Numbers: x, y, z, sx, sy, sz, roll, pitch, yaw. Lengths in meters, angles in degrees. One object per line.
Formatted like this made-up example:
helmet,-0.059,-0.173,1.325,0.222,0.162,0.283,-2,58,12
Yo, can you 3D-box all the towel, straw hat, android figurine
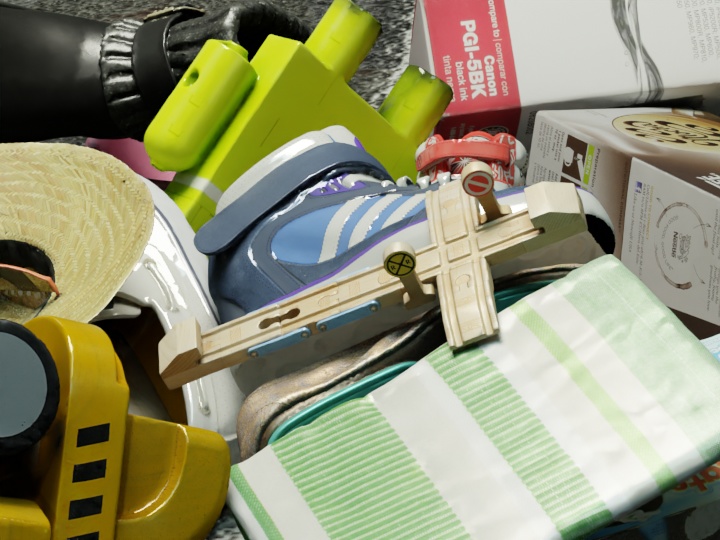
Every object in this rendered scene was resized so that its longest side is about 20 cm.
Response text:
towel,0.050,0.078,1.229,0.200,0.023,0.153,-30,35,-5
straw hat,-0.180,0.031,1.409,0.200,0.085,0.201,-11,34,7
android figurine,-0.036,-0.036,1.557,0.041,0.182,0.200,22,77,54

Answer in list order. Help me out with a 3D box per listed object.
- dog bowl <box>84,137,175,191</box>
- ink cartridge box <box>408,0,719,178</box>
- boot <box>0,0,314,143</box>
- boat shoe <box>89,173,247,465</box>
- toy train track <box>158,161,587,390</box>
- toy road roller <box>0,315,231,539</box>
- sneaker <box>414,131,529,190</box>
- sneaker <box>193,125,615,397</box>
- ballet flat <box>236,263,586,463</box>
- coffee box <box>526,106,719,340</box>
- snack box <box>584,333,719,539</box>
dog bowl,-0.071,-0.047,1.707,0.199,0.074,0.200,-5,25,2
ink cartridge box,0.132,-0.110,1.706,0.199,0.083,0.147,-7,-17,-4
boot,-0.128,-0.104,1.587,0.157,0.080,0.211,4,6,38
boat shoe,-0.113,0.022,1.463,0.070,0.071,0.200,7,43,-46
toy train track,0.000,0.000,1.313,0.199,0.033,0.115,-22,35,10
toy road roller,-0.136,0.118,1.241,0.146,0.201,0.123,12,-16,-27
sneaker,0.045,-0.010,1.502,0.067,0.108,0.201,0,10,12
sneaker,0.016,-0.031,1.425,0.199,0.081,0.147,-24,46,17
ballet flat,0.033,0.041,1.336,0.199,0.068,0.067,-19,16,-16
coffee box,0.186,-0.021,1.559,0.113,0.080,0.200,-3,19,-31
snack box,0.137,0.079,1.272,0.199,0.037,0.116,-17,31,-18
